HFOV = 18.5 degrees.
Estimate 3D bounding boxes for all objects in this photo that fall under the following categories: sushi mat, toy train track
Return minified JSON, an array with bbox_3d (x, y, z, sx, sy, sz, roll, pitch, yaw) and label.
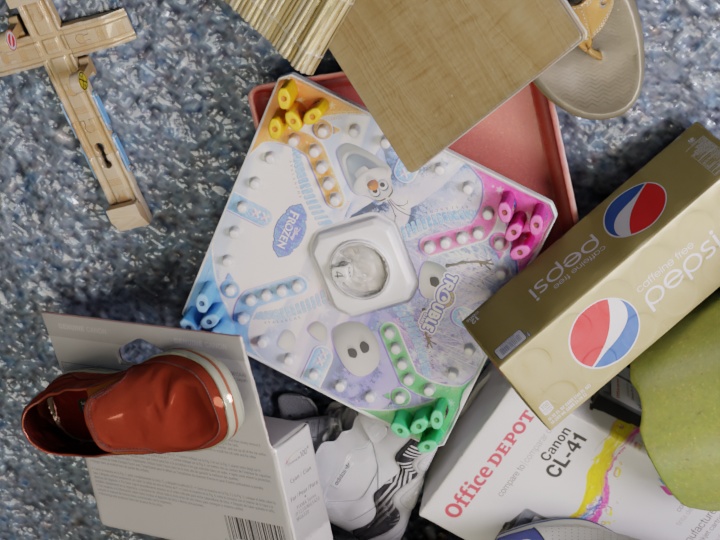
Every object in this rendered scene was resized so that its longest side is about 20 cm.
[{"bbox_3d":[-0.019,-0.225,1.348,0.096,0.012,0.201,42,121,17],"label":"sushi mat"},{"bbox_3d":[-0.191,-0.108,1.480,0.114,0.033,0.201,-12,120,20],"label":"toy train track"}]

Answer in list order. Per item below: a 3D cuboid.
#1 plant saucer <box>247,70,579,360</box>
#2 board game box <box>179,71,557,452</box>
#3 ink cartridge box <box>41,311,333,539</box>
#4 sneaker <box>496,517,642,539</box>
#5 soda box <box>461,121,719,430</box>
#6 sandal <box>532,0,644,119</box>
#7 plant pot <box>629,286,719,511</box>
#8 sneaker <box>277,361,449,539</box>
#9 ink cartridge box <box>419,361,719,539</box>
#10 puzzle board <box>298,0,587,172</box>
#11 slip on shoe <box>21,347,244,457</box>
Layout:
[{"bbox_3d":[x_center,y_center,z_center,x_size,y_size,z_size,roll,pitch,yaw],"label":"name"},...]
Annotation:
[{"bbox_3d":[0.045,-0.047,1.452,0.198,0.037,0.201,-8,113,17],"label":"plant saucer"},{"bbox_3d":[0.000,0.000,1.447,0.199,0.026,0.201,26,117,3],"label":"board game box"},{"bbox_3d":[-0.121,0.108,1.549,0.199,0.045,0.177,6,117,40],"label":"ink cartridge box"},{"bbox_3d":[0.180,0.209,1.439,0.198,0.115,0.081,6,87,1],"label":"sneaker"},{"bbox_3d":[0.166,0.003,1.396,0.200,0.064,0.068,-40,124,1],"label":"soda box"},{"bbox_3d":[0.125,-0.183,1.332,0.080,0.054,0.201,-8,111,5],"label":"sandal"},{"bbox_3d":[0.279,0.069,1.403,0.183,0.201,0.201,-18,117,31],"label":"plant pot"},{"bbox_3d":[-0.003,0.108,1.551,0.114,0.075,0.201,17,128,-2],"label":"sneaker"},{"bbox_3d":[0.161,0.146,1.534,0.199,0.086,0.148,27,125,-8],"label":"ink cartridge box"},{"bbox_3d":[0.031,-0.183,1.346,0.150,0.017,0.201,-37,82,33],"label":"puzzle board"},{"bbox_3d":[-0.154,0.097,1.497,0.199,0.061,0.075,-6,108,42],"label":"slip on shoe"}]
